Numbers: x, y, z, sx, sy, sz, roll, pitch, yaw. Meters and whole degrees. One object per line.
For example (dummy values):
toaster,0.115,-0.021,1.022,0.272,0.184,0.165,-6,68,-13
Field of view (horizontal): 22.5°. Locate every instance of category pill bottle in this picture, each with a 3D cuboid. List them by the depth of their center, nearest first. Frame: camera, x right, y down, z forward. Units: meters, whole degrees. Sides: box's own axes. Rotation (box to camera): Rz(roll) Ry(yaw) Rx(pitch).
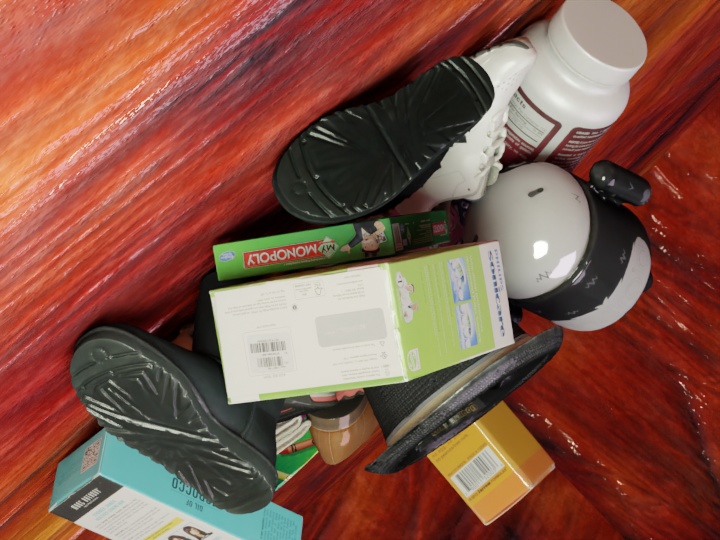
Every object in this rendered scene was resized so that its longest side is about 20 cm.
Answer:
pill bottle,0.164,-0.146,1.590,0.113,0.113,0.200,-36,169,-43

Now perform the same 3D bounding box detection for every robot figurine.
robot figurine,0.173,-0.021,1.572,0.200,0.125,0.151,24,79,-49

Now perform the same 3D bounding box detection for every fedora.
fedora,0.065,0.080,1.475,0.200,0.092,0.201,-35,169,-8

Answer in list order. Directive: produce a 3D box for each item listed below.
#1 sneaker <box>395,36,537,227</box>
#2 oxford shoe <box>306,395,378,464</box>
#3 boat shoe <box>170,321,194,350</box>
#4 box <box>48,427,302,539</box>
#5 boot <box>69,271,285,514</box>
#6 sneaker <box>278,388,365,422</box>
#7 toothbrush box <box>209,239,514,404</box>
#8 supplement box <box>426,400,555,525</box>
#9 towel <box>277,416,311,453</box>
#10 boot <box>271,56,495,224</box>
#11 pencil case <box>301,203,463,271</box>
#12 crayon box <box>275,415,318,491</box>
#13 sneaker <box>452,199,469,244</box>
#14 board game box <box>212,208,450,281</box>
sneaker,0.090,-0.111,1.500,0.074,0.087,0.200,-22,156,-50
oxford shoe,0.007,0.106,1.685,0.200,0.071,0.071,-46,141,-46
boat shoe,-0.109,0.071,1.490,0.069,0.074,0.200,-41,173,20
box,-0.152,0.203,1.513,0.082,0.200,0.049,-36,-145,39
boot,-0.123,0.060,1.322,0.076,0.200,0.168,-27,-145,27
sneaker,-0.049,0.075,1.506,0.074,0.087,0.200,-19,178,24
toothbrush box,0.006,0.034,1.321,0.145,0.086,0.200,-9,-177,26
supplement box,0.079,0.123,1.605,0.069,0.200,0.067,-42,172,28
towel,-0.132,0.158,1.652,0.132,0.035,0.200,-35,-166,-22
boot,0.004,-0.077,1.341,0.198,0.073,0.162,-35,177,-24
pencil case,0.000,0.000,1.617,0.200,0.087,0.083,-45,151,9
crayon box,-0.074,0.134,1.794,0.119,0.058,0.200,-44,-166,-2
sneaker,0.095,-0.020,1.665,0.070,0.108,0.201,30,77,-64
board game box,-0.017,-0.021,1.380,0.134,0.029,0.200,-10,-179,15
